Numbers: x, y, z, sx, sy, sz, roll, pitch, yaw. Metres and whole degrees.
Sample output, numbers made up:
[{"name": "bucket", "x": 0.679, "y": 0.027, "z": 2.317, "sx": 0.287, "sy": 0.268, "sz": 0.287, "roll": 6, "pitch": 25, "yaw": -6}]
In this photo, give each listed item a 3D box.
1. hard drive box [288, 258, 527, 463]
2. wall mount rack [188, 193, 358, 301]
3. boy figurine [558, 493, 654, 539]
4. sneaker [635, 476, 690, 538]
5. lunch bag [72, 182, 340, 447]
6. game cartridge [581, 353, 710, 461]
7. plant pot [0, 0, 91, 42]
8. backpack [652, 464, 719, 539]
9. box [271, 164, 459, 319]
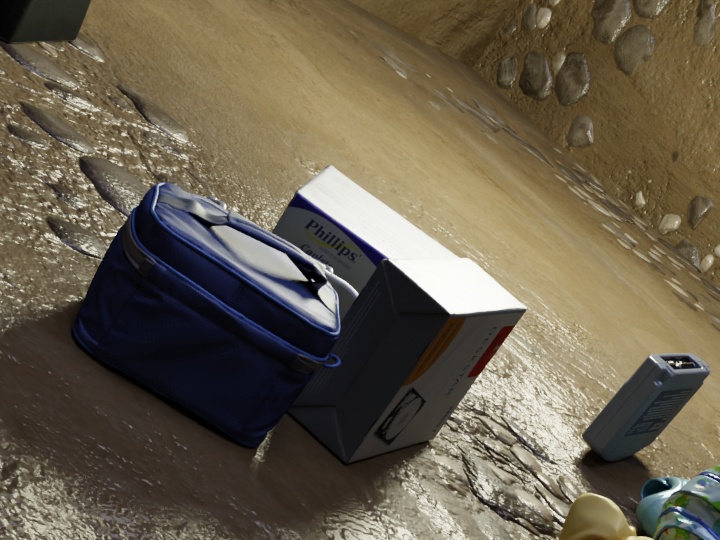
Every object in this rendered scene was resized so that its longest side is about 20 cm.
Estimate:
[{"name": "hard drive box", "x": 0.043, "y": 0.072, "z": 1.407, "sx": 0.077, "sy": 0.157, "sz": 0.200, "roll": 39, "pitch": 16, "yaw": 18}, {"name": "wall mount rack", "x": -0.089, "y": -0.004, "z": 1.442, "sx": 0.199, "sy": 0.075, "sz": 0.175, "roll": 32, "pitch": 38, "yaw": -12}, {"name": "boy figurine", "x": 0.253, "y": 0.274, "z": 1.422, "sx": 0.200, "sy": 0.065, "sz": 0.124, "roll": 40, "pitch": 15, "yaw": 19}, {"name": "sneaker", "x": 0.337, "y": 0.239, "z": 1.703, "sx": 0.082, "sy": 0.074, "sz": 0.200, "roll": 42, "pitch": 15, "yaw": 16}, {"name": "lunch bag", "x": -0.104, "y": 0.028, "z": 1.261, "sx": 0.199, "sy": 0.133, "sz": 0.136, "roll": 31, "pitch": 15, "yaw": -13}, {"name": "game cartridge", "x": 0.313, "y": 0.151, "z": 1.805, "sx": 0.041, "sy": 0.134, "sz": 0.200, "roll": 39, "pitch": 14, "yaw": 22}, {"name": "plant pot", "x": -0.390, "y": -0.388, "z": 1.852, "sx": 0.199, "sy": 0.178, "sz": 0.200, "roll": 37, "pitch": 13, "yaw": 5}, {"name": "backpack", "x": 0.360, "y": 0.270, "z": 1.487, "sx": 0.163, "sy": 0.152, "sz": 0.202, "roll": 91, "pitch": -23, "yaw": -68}, {"name": "box", "x": 0.000, "y": 0.000, "z": 1.639, "sx": 0.183, "sy": 0.105, "sz": 0.200, "roll": 35, "pitch": 14, "yaw": 1}]
